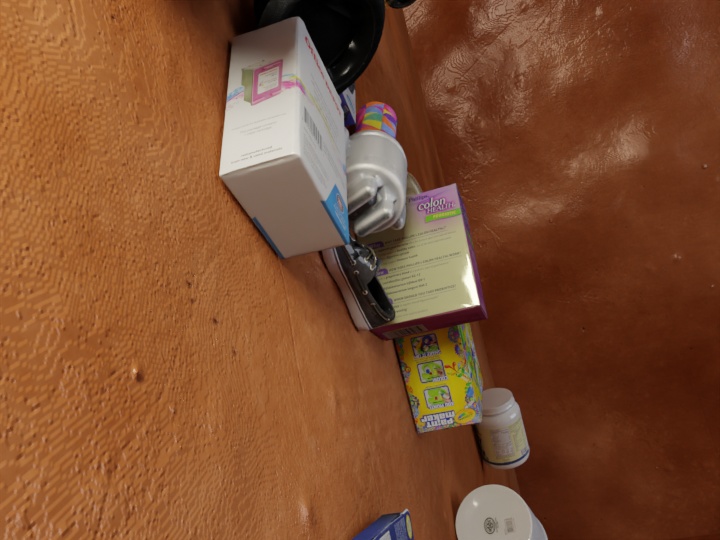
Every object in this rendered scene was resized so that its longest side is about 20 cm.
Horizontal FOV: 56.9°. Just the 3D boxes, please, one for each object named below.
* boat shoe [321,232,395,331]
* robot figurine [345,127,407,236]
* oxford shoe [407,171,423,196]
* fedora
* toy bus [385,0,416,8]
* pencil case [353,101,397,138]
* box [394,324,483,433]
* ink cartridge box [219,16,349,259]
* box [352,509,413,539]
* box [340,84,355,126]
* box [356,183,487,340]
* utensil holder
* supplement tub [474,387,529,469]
[{"bbox_3d":[0.000,0.000,0.901,0.070,0.065,0.202,-82,156,-56],"label":"boat shoe"},{"bbox_3d":[0.013,-0.133,0.975,0.170,0.112,0.201,51,25,-26],"label":"robot figurine"},{"bbox_3d":[0.111,-0.117,1.452,0.075,0.069,0.203,-23,99,-70],"label":"oxford shoe"},{"bbox_3d":[-0.063,-0.300,0.804,0.092,0.200,0.201,49,3,24],"label":"fedora"},{"bbox_3d":[-0.001,-0.521,1.121,0.191,0.197,0.138,-5,81,-68],"label":"toy bus"},{"bbox_3d":[0.020,-0.228,1.167,0.201,0.087,0.089,-77,151,-57],"label":"pencil case"},{"bbox_3d":[0.152,0.167,1.247,0.200,0.120,0.196,-41,117,-75],"label":"box"},{"bbox_3d":[-0.073,-0.139,0.696,0.145,0.083,0.203,59,24,-52],"label":"ink cartridge box"},{"bbox_3d":[0.031,0.350,0.746,0.200,0.032,0.123,28,51,-70],"label":"box"},{"bbox_3d":[-0.043,-0.328,1.083,0.120,0.041,0.202,62,18,-48],"label":"box"},{"bbox_3d":[0.094,-0.009,1.062,0.097,0.173,0.203,41,37,-66],"label":"box"},{"bbox_3d":[0.295,0.555,1.388,0.201,0.167,0.172,55,26,-50],"label":"utensil holder"},{"bbox_3d":[0.414,0.469,1.975,0.145,0.143,0.203,-61,136,-70],"label":"supplement tub"}]
